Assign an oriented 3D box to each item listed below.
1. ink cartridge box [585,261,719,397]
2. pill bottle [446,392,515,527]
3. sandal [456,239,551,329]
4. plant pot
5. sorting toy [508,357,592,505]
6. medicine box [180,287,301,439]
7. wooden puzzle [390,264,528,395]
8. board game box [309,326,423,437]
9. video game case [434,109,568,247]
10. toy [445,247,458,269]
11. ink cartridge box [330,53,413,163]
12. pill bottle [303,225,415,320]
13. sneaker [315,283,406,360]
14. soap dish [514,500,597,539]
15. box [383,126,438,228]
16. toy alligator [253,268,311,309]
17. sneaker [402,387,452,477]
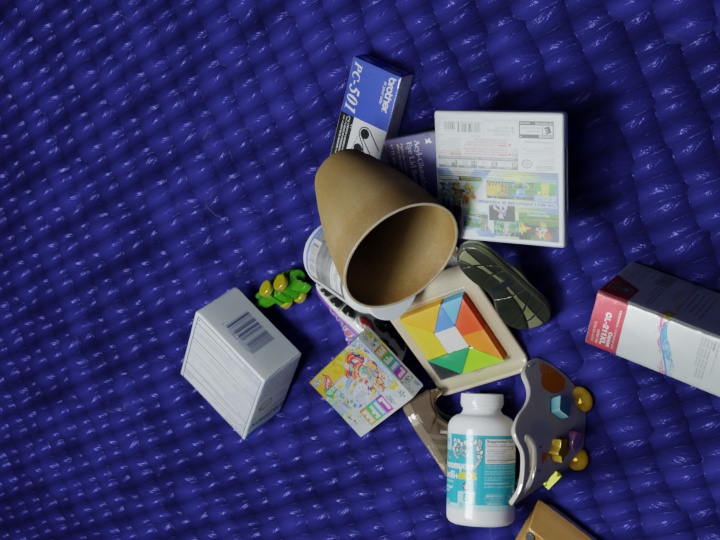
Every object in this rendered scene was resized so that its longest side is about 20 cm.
[{"bbox_3d":[0.428,0.077,1.411,0.198,0.145,0.084,23,118,28],"label":"ink cartridge box"},{"bbox_3d":[0.192,0.298,1.649,0.109,0.110,0.204,-3,83,35],"label":"pill bottle"},{"bbox_3d":[0.222,0.015,1.557,0.079,0.058,0.201,-23,123,34],"label":"sandal"},{"bbox_3d":[0.016,-0.082,1.519,0.201,0.184,0.188,55,131,39],"label":"plant pot"},{"bbox_3d":[0.266,0.263,1.561,0.105,0.179,0.204,11,111,32],"label":"sorting toy"},{"bbox_3d":[-0.221,0.170,1.893,0.182,0.102,0.201,42,140,17],"label":"medicine box"},{"bbox_3d":[0.146,0.102,1.656,0.183,0.037,0.202,-22,108,37],"label":"wooden puzzle"},{"bbox_3d":[0.007,0.192,1.762,0.134,0.034,0.200,46,142,2],"label":"board game box"},{"bbox_3d":[0.197,-0.131,1.458,0.197,0.022,0.186,7,108,32],"label":"video game case"},{"bbox_3d":[0.087,-0.025,1.680,0.200,0.047,0.116,44,123,15],"label":"toy"},{"bbox_3d":[0.013,-0.234,1.670,0.093,0.044,0.203,27,118,24],"label":"ink cartridge box"},{"bbox_3d":[0.000,0.000,1.664,0.199,0.112,0.116,32,124,53],"label":"pill bottle"},{"bbox_3d":[-0.013,0.097,1.771,0.201,0.080,0.084,50,131,11],"label":"sneaker"},{"bbox_3d":[0.302,0.493,1.668,0.156,0.081,0.202,35,122,21],"label":"soap dish"},{"bbox_3d":[0.152,-0.148,1.562,0.197,0.104,0.151,-7,100,36],"label":"box"},{"bbox_3d":[-0.153,0.035,1.869,0.198,0.059,0.055,-21,47,44],"label":"toy alligator"},{"bbox_3d":[0.152,0.287,1.717,0.075,0.070,0.201,-35,101,2],"label":"sneaker"}]
